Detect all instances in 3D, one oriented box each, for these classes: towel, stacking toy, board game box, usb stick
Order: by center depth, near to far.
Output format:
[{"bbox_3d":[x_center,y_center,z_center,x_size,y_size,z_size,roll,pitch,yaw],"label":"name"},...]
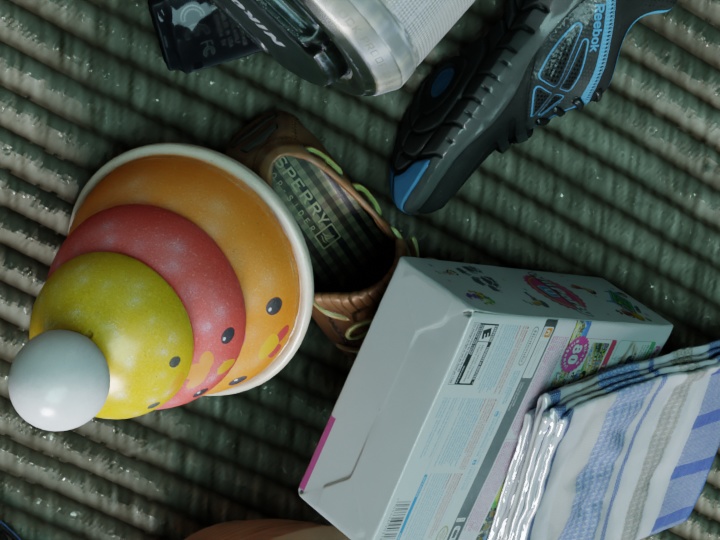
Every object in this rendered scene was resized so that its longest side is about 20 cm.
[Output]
[{"bbox_3d":[-0.122,0.031,1.235,0.146,0.200,0.147,9,116,19],"label":"stacking toy"},{"bbox_3d":[-0.014,-0.157,1.296,0.199,0.033,0.056,-18,122,-8],"label":"usb stick"},{"bbox_3d":[0.073,0.076,1.348,0.200,0.064,0.148,6,113,-51],"label":"board game box"},{"bbox_3d":[0.150,0.115,1.399,0.200,0.024,0.147,-14,130,-44],"label":"towel"}]

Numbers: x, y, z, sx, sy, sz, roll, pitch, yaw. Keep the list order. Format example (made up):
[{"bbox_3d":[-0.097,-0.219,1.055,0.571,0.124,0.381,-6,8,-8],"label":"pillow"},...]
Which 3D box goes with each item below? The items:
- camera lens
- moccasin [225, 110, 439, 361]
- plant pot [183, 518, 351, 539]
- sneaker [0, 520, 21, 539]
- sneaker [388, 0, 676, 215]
[{"bbox_3d":[0.009,-0.200,1.199,0.200,0.160,0.160,-49,116,-8],"label":"camera lens"},{"bbox_3d":[0.001,-0.001,1.339,0.074,0.078,0.202,-32,118,-4],"label":"moccasin"},{"bbox_3d":[-0.068,0.211,1.382,0.200,0.093,0.201,-23,136,-24],"label":"plant pot"},{"bbox_3d":[-0.200,0.200,1.364,0.071,0.083,0.200,-44,116,5],"label":"sneaker"},{"bbox_3d":[0.095,-0.103,1.326,0.082,0.073,0.200,34,101,-27],"label":"sneaker"}]
